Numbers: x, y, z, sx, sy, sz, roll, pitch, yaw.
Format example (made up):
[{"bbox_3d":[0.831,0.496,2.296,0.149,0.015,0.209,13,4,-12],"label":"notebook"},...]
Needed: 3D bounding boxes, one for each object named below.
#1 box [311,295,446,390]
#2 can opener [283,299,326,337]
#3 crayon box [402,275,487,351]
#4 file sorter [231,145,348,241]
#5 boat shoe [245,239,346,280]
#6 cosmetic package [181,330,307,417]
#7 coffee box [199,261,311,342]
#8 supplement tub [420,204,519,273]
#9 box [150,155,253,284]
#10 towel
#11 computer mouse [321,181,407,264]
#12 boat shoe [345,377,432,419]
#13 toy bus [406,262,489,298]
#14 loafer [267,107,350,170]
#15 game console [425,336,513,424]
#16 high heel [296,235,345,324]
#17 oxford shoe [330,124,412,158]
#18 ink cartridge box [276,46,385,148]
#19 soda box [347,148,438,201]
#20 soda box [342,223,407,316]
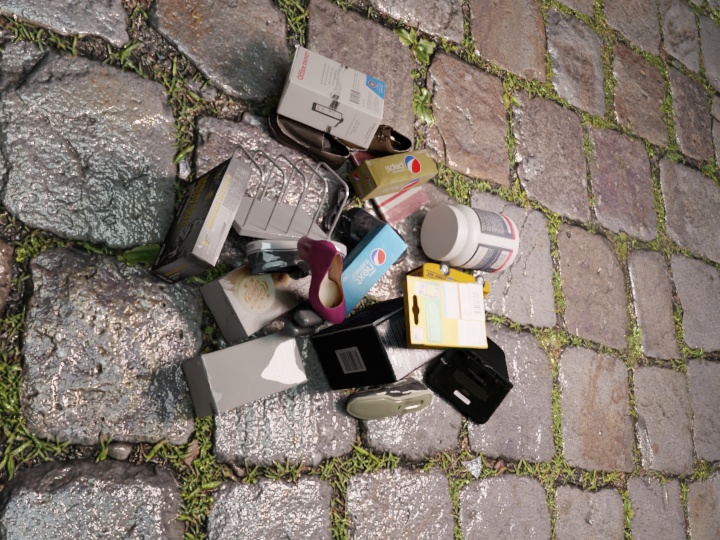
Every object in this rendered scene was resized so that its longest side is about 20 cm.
[{"bbox_3d":[0.049,0.134,1.577,0.196,0.199,0.125,-27,97,-40],"label":"box"},{"bbox_3d":[-0.103,0.084,1.509,0.067,0.053,0.200,48,9,11],"label":"can opener"},{"bbox_3d":[0.147,0.082,1.505,0.199,0.051,0.127,7,74,-39],"label":"crayon box"},{"bbox_3d":[-0.146,-0.141,1.502,0.199,0.139,0.125,6,118,-38],"label":"file sorter"},{"bbox_3d":[-0.111,-0.016,1.464,0.199,0.072,0.068,1,73,-36],"label":"boat shoe"},{"bbox_3d":[-0.204,0.180,1.433,0.199,0.090,0.108,-13,85,-38],"label":"cosmetic package"},{"bbox_3d":[-0.180,0.033,1.493,0.200,0.080,0.115,-31,98,-40],"label":"coffee box"},{"bbox_3d":[0.249,-0.073,1.837,0.199,0.140,0.141,9,72,-38],"label":"supplement tub"},{"bbox_3d":[-0.274,-0.085,1.397,0.048,0.158,0.201,33,60,-28],"label":"box"},{"bbox_3d":[0.060,-0.209,1.798,0.144,0.023,0.201,-34,98,-38],"label":"towel"},{"bbox_3d":[0.010,-0.081,1.707,0.200,0.053,0.139,37,55,-14],"label":"computer mouse"},{"bbox_3d":[0.050,0.256,1.646,0.199,0.072,0.068,-2,43,-33],"label":"boat shoe"},{"bbox_3d":[0.198,0.039,1.806,0.199,0.065,0.079,18,60,-31],"label":"toy bus"},{"bbox_3d":[-0.099,-0.279,1.651,0.199,0.071,0.073,26,62,-32],"label":"loafer"},{"bbox_3d":[0.242,0.216,1.834,0.200,0.116,0.176,39,86,-24],"label":"game console"},{"bbox_3d":[-0.046,0.028,1.430,0.067,0.096,0.201,-35,128,-29],"label":"high heel"},{"bbox_3d":[0.024,-0.292,1.729,0.199,0.084,0.073,10,71,-30],"label":"oxford shoe"},{"bbox_3d":[-0.057,-0.350,1.633,0.199,0.085,0.147,20,41,-12],"label":"ink cartridge box"},{"bbox_3d":[0.072,-0.207,1.735,0.199,0.068,0.064,-19,79,-43],"label":"soda box"},{"bbox_3d":[0.000,0.000,1.621,0.068,0.064,0.200,47,73,-16],"label":"soda box"}]
